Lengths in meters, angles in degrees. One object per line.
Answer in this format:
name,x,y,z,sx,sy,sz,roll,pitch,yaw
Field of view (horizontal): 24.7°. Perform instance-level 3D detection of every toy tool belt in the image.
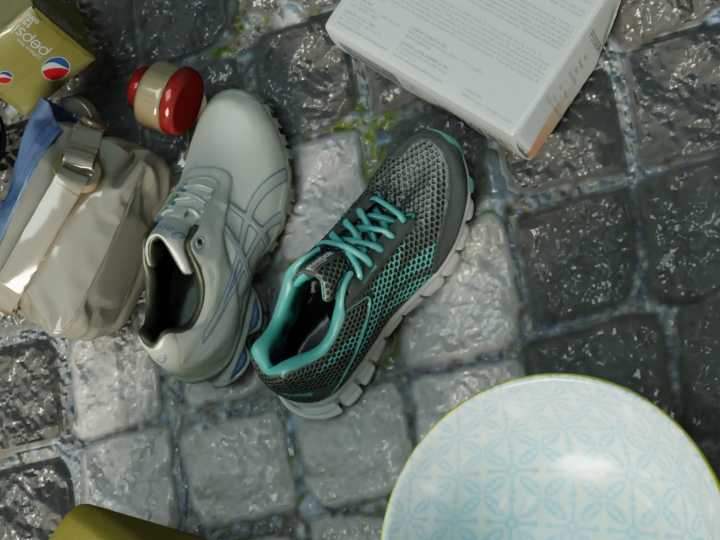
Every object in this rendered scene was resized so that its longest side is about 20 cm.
toy tool belt,-0.196,-0.060,1.098,0.122,0.125,0.201,21,87,18

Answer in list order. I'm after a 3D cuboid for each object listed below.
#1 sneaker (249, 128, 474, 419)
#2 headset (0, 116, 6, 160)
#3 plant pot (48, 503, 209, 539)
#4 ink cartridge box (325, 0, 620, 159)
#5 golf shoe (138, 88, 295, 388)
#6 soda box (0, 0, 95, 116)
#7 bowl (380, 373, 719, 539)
sneaker,0.000,0.000,1.013,0.077,0.091,0.201,29,91,25
headset,-0.309,-0.074,1.137,0.124,0.094,0.200,-49,36,20
plant pot,-0.116,0.251,0.966,0.176,0.200,0.200,39,96,38
ink cartridge box,0.095,-0.193,1.046,0.162,0.050,0.200,33,85,27
golf shoe,-0.098,-0.029,1.061,0.078,0.097,0.201,-1,77,25
soda box,-0.249,-0.201,1.147,0.068,0.064,0.201,-37,45,13
bowl,0.120,0.164,0.916,0.199,0.108,0.202,-5,77,22
